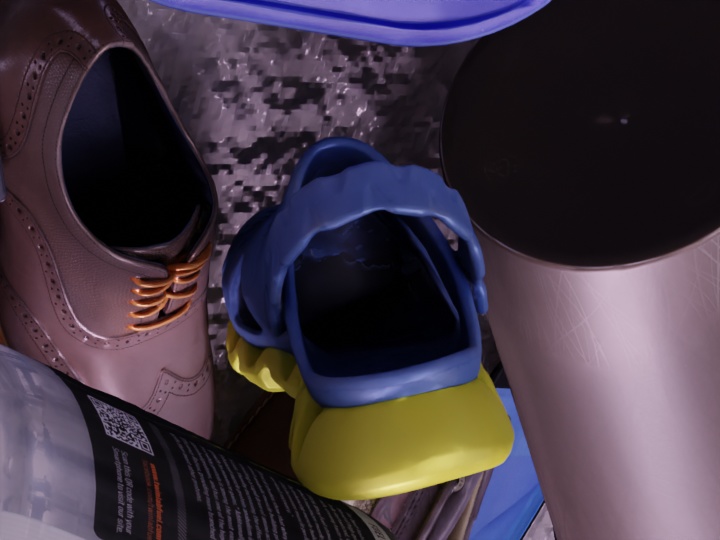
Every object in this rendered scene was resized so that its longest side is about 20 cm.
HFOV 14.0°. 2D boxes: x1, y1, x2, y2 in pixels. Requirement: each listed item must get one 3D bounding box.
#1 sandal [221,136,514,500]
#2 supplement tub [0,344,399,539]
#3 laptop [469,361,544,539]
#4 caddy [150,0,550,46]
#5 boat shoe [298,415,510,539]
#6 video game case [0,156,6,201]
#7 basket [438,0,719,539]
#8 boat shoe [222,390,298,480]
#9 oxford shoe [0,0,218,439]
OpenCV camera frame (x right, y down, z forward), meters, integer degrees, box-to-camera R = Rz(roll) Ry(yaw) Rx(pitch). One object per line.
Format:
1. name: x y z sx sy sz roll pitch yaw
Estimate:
1. sandal: 0.000 0.000 0.869 0.079 0.200 0.088 -11 103 -11
2. supplement tub: -0.061 0.104 0.801 0.200 0.122 0.123 27 95 -39
3. laptop: 0.064 0.146 1.047 0.103 0.201 0.177 -24 170 16
4. caddy: -0.017 -0.147 0.847 0.199 0.105 0.142 8 111 -21
5. boat shoe: 0.002 0.130 0.936 0.072 0.064 0.201 4 98 -74
6. video game case: -0.199 -0.051 0.797 0.199 0.019 0.144 -21 126 -23
7. basket: 0.105 0.004 0.935 0.200 0.135 0.181 62 43 -52
8. boat shoe: -0.051 0.110 1.000 0.075 0.075 0.203 17 102 -39
9. oxford shoe: -0.077 -0.002 0.909 0.071 0.073 0.201 -35 133 -21
